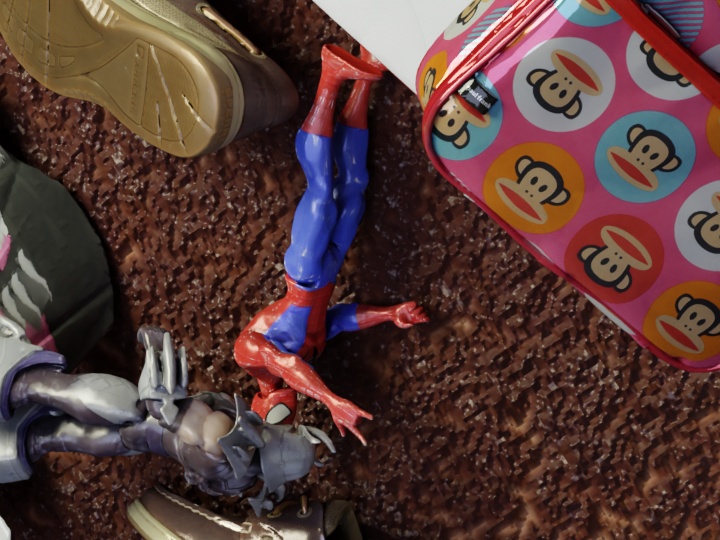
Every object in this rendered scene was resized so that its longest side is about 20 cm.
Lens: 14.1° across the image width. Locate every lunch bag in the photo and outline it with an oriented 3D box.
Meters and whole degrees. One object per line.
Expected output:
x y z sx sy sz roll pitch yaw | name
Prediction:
0.142 -0.069 1.270 0.200 0.082 0.176 39 110 -20 | lunch bag

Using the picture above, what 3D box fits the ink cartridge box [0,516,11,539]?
-0.257 0.074 1.531 0.115 0.068 0.200 -34 88 28 | ink cartridge box

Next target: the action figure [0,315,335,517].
-0.108 0.070 1.402 0.200 0.069 0.130 9 147 12 | action figure

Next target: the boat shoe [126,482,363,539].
-0.024 0.147 1.454 0.200 0.072 0.072 26 83 27 | boat shoe

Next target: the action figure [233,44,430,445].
0.000 0.000 1.394 0.099 0.065 0.200 30 114 25 | action figure

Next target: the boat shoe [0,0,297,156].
-0.107 -0.118 1.405 0.200 0.072 0.072 33 125 39 | boat shoe

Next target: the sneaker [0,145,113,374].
-0.205 -0.026 1.489 0.086 0.080 0.200 -31 90 50 | sneaker

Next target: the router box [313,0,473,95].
0.074 -0.169 1.326 0.179 0.049 0.200 42 117 9 | router box
